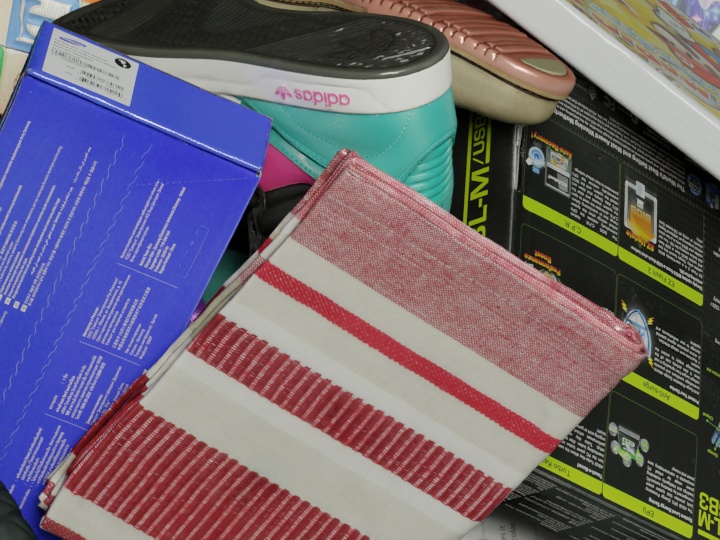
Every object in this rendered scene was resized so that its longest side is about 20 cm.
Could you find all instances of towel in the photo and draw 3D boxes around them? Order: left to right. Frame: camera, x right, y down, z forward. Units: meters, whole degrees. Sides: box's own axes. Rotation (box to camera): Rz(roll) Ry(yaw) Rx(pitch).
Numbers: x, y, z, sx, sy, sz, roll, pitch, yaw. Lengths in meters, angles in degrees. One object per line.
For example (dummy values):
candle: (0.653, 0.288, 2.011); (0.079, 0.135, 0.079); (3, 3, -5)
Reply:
towel: (-0.010, 0.058, 1.113); (0.144, 0.200, 0.023); (32, 28, -22)

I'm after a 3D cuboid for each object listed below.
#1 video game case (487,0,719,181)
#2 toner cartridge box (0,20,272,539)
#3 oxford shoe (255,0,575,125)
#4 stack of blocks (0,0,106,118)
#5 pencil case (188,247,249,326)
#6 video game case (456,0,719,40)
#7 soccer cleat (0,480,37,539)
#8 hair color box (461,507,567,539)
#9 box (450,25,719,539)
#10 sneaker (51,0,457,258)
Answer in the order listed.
video game case: (0.120, -0.099, 1.290); (0.200, 0.182, 0.023); (37, 106, -14)
toner cartridge box: (-0.115, 0.013, 1.121); (0.095, 0.201, 0.043); (24, 30, -8)
oxford shoe: (-0.003, -0.083, 1.216); (0.071, 0.199, 0.074); (2, 105, -55)
stack of blocks: (-0.146, -0.152, 1.250); (0.115, 0.059, 0.201); (13, 73, -22)
pencil case: (-0.064, 0.033, 1.209); (0.199, 0.085, 0.093); (17, 42, -5)
video game case: (0.092, -0.141, 1.381); (0.199, 0.018, 0.144); (9, 74, -23)
soccer cleat: (-0.118, 0.148, 1.075); (0.081, 0.068, 0.200); (21, 26, -34)
hair color box: (0.094, 0.152, 1.291); (0.199, 0.061, 0.102); (4, 77, -25)
box: (0.113, 0.024, 1.247); (0.199, 0.047, 0.194); (27, 59, -39)
sneaker: (-0.038, -0.042, 1.166); (0.083, 0.199, 0.121); (-28, 120, -38)
